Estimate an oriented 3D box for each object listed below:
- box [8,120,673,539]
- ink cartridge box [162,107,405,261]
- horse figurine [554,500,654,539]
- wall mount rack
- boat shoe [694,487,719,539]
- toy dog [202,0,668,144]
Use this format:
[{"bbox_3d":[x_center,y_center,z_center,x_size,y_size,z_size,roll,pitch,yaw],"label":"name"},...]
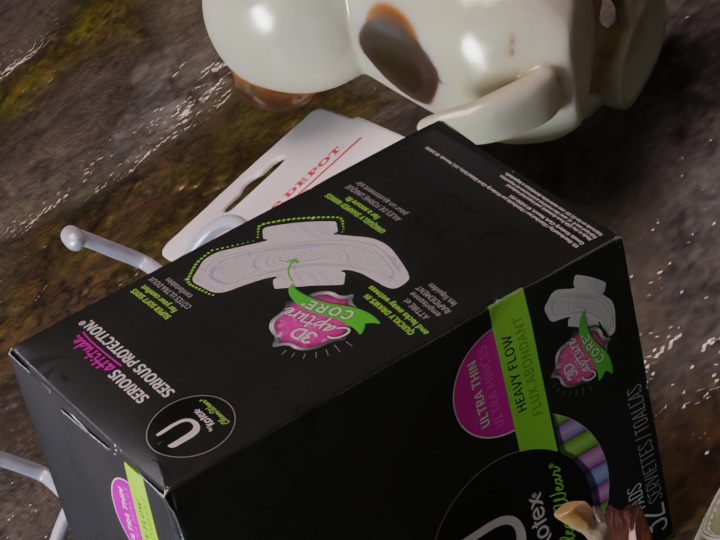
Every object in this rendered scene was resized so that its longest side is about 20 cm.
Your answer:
[{"bbox_3d":[-0.004,0.065,1.120,0.200,0.149,0.124,-28,36,-20],"label":"box"},{"bbox_3d":[0.000,0.000,1.372,0.117,0.067,0.200,-43,28,-10],"label":"ink cartridge box"},{"bbox_3d":[0.051,0.165,1.031,0.200,0.133,0.050,-36,21,-25],"label":"horse figurine"},{"bbox_3d":[-0.109,0.064,1.325,0.200,0.074,0.174,-65,30,5],"label":"wall mount rack"},{"bbox_3d":[0.185,0.042,1.096,0.200,0.062,0.072,-46,29,-15],"label":"boat shoe"},{"bbox_3d":[0.025,-0.121,1.389,0.200,0.140,0.194,8,54,23],"label":"toy dog"}]
